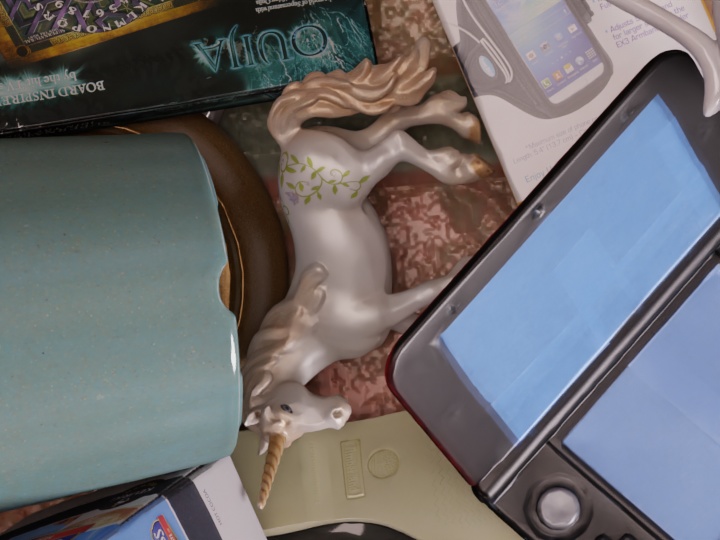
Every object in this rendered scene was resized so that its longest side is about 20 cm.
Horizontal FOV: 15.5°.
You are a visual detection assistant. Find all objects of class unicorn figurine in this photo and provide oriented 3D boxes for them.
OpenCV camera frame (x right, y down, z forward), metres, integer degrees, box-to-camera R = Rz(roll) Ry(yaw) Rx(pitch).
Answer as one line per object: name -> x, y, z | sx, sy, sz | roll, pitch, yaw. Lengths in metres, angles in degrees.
unicorn figurine -> 0.000, 0.000, 1.243 | 0.137, 0.074, 0.200 | -11, 87, -4

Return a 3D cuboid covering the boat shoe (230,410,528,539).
boat shoe -> 0.015, 0.111, 1.259 | 0.201, 0.063, 0.074 | -2, 59, 7

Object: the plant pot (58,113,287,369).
plant pot -> -0.134, 0.006, 1.268 | 0.200, 0.027, 0.200 | 0, 93, -5

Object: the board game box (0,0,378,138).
board game box -> -0.101, -0.138, 1.246 | 0.200, 0.028, 0.135 | -10, 82, -12

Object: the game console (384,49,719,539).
game console -> 0.137, 0.037, 1.175 | 0.172, 0.119, 0.200 | 41, 82, 11

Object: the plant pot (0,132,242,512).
plant pot -> -0.162, 0.023, 1.160 | 0.196, 0.200, 0.200 | -9, 88, -12

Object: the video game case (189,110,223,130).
video game case -> -0.151, -0.112, 1.305 | 0.182, 0.023, 0.200 | 23, 93, 9

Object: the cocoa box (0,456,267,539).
cocoa box -> -0.101, 0.207, 1.199 | 0.133, 0.131, 0.200 | -20, 97, 34

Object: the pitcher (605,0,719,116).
pitcher -> 0.178, -0.119, 1.119 | 0.171, 0.121, 0.200 | -24, 82, 18

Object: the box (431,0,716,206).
box -> 0.099, -0.129, 1.259 | 0.119, 0.041, 0.200 | -23, 84, 7
